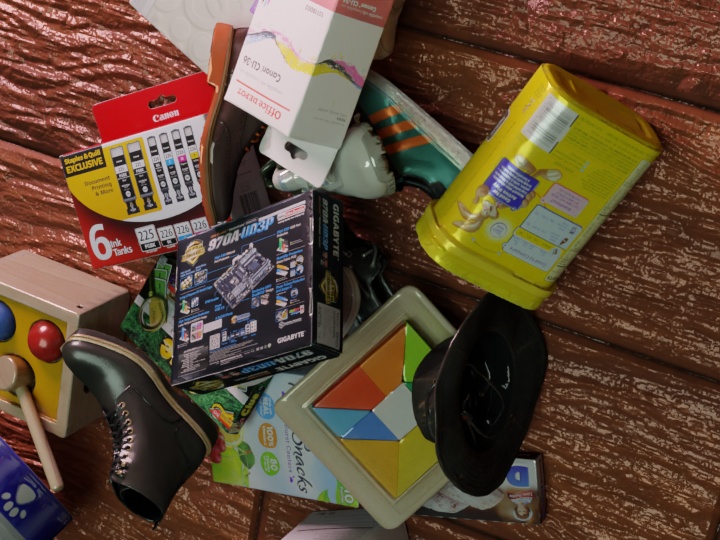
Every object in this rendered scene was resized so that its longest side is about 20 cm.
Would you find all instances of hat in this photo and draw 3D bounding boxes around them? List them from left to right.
[{"bbox_3d":[0.101,0.114,1.429,0.080,0.200,0.202,6,108,38],"label":"hat"}]

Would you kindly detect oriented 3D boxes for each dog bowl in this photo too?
[{"bbox_3d":[-0.433,0.247,1.724,0.079,0.200,0.200,-43,81,-15],"label":"dog bowl"}]

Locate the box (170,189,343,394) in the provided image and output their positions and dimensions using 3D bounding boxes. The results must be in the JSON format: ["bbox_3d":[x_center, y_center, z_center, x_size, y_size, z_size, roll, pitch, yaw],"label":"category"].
[{"bbox_3d":[-0.104,0.025,1.441,0.199,0.046,0.160,-19,62,38],"label":"box"}]

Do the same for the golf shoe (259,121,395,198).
[{"bbox_3d":[-0.034,-0.094,1.427,0.079,0.097,0.200,68,162,-12],"label":"golf shoe"}]

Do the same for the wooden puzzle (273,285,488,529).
[{"bbox_3d":[0.040,0.144,1.492,0.200,0.037,0.185,-41,100,9],"label":"wooden puzzle"}]

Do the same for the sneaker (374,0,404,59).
[{"bbox_3d":[0.032,-0.301,1.407,0.080,0.075,0.202,8,108,15],"label":"sneaker"}]

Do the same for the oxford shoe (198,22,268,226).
[{"bbox_3d":[-0.121,-0.141,1.453,0.072,0.071,0.202,6,102,-5],"label":"oxford shoe"}]

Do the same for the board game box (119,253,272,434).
[{"bbox_3d":[-0.177,0.078,1.602,0.200,0.023,0.105,38,107,30],"label":"board game box"}]

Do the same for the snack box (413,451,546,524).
[{"bbox_3d":[0.098,0.225,1.548,0.199,0.024,0.072,0,102,27],"label":"snack box"}]

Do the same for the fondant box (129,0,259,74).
[{"bbox_3d":[-0.122,-0.271,1.497,0.200,0.058,0.145,42,119,9],"label":"fondant box"}]

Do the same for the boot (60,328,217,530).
[{"bbox_3d":[-0.255,0.166,1.555,0.200,0.139,0.077,38,133,-9],"label":"boot"}]

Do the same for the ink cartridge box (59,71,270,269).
[{"bbox_3d":[-0.215,-0.110,1.575,0.199,0.084,0.177,-13,98,29],"label":"ink cartridge box"}]

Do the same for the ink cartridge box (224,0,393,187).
[{"bbox_3d":[-0.055,-0.192,1.369,0.116,0.067,0.201,33,108,45],"label":"ink cartridge box"}]

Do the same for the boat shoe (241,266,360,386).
[{"bbox_3d":[-0.082,0.060,1.483,0.201,0.065,0.075,-31,72,32],"label":"boat shoe"}]

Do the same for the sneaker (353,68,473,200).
[{"bbox_3d":[0.033,-0.128,1.440,0.200,0.071,0.080,41,91,9],"label":"sneaker"}]

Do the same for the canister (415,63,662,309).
[{"bbox_3d":[0.168,-0.077,1.366,0.148,0.087,0.200,25,118,-24],"label":"canister"}]

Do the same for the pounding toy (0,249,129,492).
[{"bbox_3d":[-0.368,0.112,1.682,0.183,0.142,0.201,19,112,21],"label":"pounding toy"}]

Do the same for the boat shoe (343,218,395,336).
[{"bbox_3d":[0.000,0.000,1.516,0.071,0.072,0.201,-22,105,21],"label":"boat shoe"}]

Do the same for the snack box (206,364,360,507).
[{"bbox_3d":[-0.077,0.170,1.592,0.199,0.053,0.143,5,107,33],"label":"snack box"}]

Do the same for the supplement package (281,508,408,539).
[{"bbox_3d":[-0.034,0.347,1.549,0.119,0.200,0.122,-7,102,28],"label":"supplement package"}]
